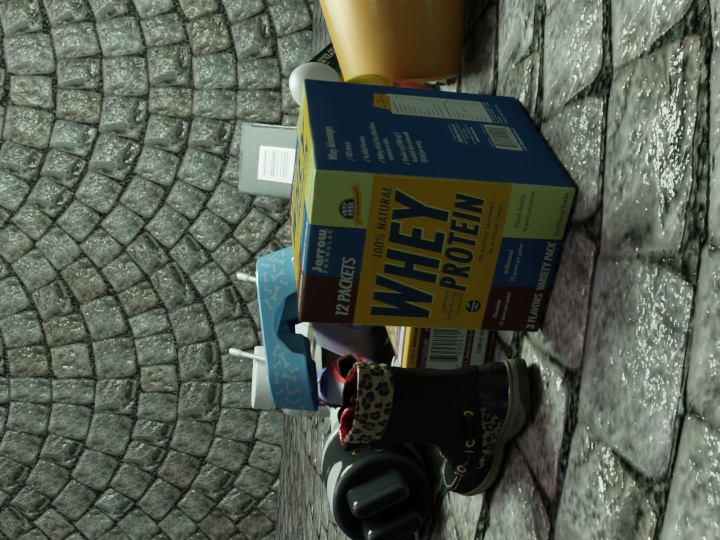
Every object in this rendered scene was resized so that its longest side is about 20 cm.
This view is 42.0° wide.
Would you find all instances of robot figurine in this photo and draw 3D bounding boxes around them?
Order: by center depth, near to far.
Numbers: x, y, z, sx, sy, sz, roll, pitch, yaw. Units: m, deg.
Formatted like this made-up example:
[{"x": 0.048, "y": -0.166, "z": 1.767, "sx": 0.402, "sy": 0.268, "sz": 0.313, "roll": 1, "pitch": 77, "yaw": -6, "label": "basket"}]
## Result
[{"x": 0.020, "y": 0.252, "z": 1.136, "sx": 0.200, "sy": 0.124, "sz": 0.151, "roll": -123, "pitch": 47, "yaw": -75, "label": "robot figurine"}]

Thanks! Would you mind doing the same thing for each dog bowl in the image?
[{"x": -0.087, "y": 0.070, "z": 1.117, "sx": 0.111, "sy": 0.049, "sz": 0.201, "roll": 68, "pitch": -165, "yaw": -81, "label": "dog bowl"}]

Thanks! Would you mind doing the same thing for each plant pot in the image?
[{"x": 0.038, "y": -0.296, "z": 1.016, "sx": 0.200, "sy": 0.199, "sz": 0.184, "roll": -141, "pitch": 44, "yaw": -79, "label": "plant pot"}]

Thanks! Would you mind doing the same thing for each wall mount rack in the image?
[{"x": -0.122, "y": 0.081, "z": 1.338, "sx": 0.174, "sy": 0.074, "sz": 0.201, "roll": 22, "pitch": 106, "yaw": 63, "label": "wall mount rack"}]

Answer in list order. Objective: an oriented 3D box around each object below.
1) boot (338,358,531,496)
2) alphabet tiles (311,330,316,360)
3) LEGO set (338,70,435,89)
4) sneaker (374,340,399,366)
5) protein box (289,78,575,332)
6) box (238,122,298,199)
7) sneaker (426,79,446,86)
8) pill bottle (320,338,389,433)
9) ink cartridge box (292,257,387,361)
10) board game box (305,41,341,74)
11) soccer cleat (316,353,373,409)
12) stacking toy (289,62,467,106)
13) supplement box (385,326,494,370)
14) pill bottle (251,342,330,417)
[{"x": 0.056, "y": 0.140, "z": 0.833, "sx": 0.200, "sy": 0.150, "sz": 0.073, "roll": 106, "pitch": 164, "yaw": -55, "label": "boot"}, {"x": -0.061, "y": 0.077, "z": 1.304, "sx": 0.167, "sy": 0.006, "sz": 0.201, "roll": 101, "pitch": 176, "yaw": -53, "label": "alphabet tiles"}, {"x": 0.009, "y": -0.171, "z": 1.225, "sx": 0.116, "sy": 0.153, "sz": 0.200, "roll": -66, "pitch": 4, "yaw": -31, "label": "LEGO set"}, {"x": 0.061, "y": 0.090, "z": 1.123, "sx": 0.200, "sy": 0.066, "sz": 0.091, "roll": 131, "pitch": 150, "yaw": -78, "label": "sneaker"}, {"x": 0.047, "y": -0.060, "z": 0.802, "sx": 0.199, "sy": 0.199, "sz": 0.135, "roll": -101, "pitch": 17, "yaw": -58, "label": "protein box"}, {"x": -0.064, "y": -0.163, "z": 1.427, "sx": 0.200, "sy": 0.148, "sz": 0.108, "roll": -6, "pitch": -77, "yaw": -55, "label": "box"}, {"x": 0.069, "y": -0.287, "z": 1.168, "sx": 0.200, "sy": 0.077, "sz": 0.080, "roll": -100, "pitch": 25, "yaw": -56, "label": "sneaker"}, {"x": 0.002, "y": 0.140, "z": 1.305, "sx": 0.200, "sy": 0.113, "sz": 0.114, "roll": -95, "pitch": 12, "yaw": -46, "label": "pill bottle"}, {"x": 0.000, "y": 0.000, "z": 1.138, "sx": 0.145, "sy": 0.084, "sz": 0.200, "roll": -59, "pitch": -22, "yaw": -26, "label": "ink cartridge box"}, {"x": 0.003, "y": -0.291, "z": 1.271, "sx": 0.200, "sy": 0.028, "sz": 0.135, "roll": -45, "pitch": -15, "yaw": -18, "label": "board game box"}, {"x": -0.012, "y": 0.126, "z": 1.114, "sx": 0.073, "sy": 0.068, "sz": 0.200, "roll": 62, "pitch": 163, "yaw": -13, "label": "soccer cleat"}, {"x": 0.016, "y": -0.149, "z": 0.952, "sx": 0.146, "sy": 0.200, "sz": 0.147, "roll": -42, "pitch": 35, "yaw": 39, "label": "stacking toy"}, {"x": 0.074, "y": 0.020, "z": 0.966, "sx": 0.200, "sy": 0.085, "sz": 0.111, "roll": -109, "pitch": 24, "yaw": -67, "label": "supplement box"}, {"x": -0.065, "y": 0.168, "z": 1.446, "sx": 0.113, "sy": 0.199, "sz": 0.114, "roll": -177, "pitch": 90, "yaw": -81, "label": "pill bottle"}]
